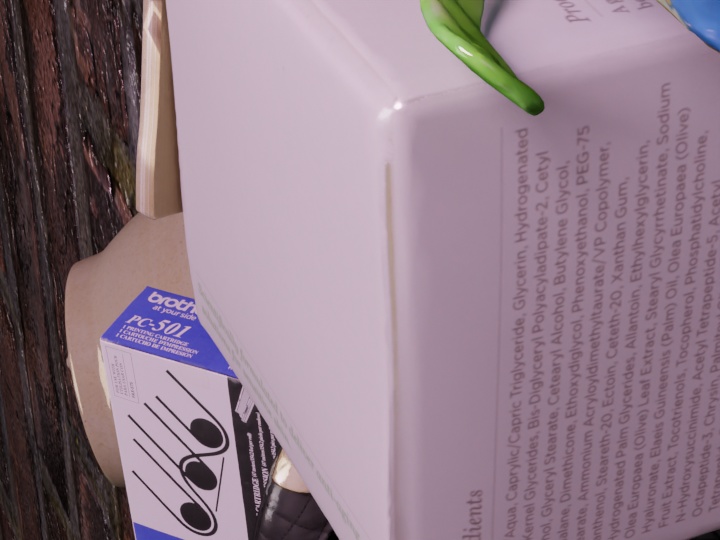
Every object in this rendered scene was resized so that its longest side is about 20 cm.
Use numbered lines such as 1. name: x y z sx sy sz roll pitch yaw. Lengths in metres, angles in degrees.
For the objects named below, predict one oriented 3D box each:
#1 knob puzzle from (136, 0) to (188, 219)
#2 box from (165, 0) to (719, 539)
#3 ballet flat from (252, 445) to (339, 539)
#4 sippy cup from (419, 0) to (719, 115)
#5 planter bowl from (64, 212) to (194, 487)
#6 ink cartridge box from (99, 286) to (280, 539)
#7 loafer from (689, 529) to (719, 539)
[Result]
1. knob puzzle: -0.018 -0.133 0.743 0.030 0.219 0.220 26 132 34
2. box: 0.046 -0.032 0.650 0.199 0.171 0.201 -128 30 -50
3. ballet flat: -0.010 0.139 0.844 0.057 0.066 0.201 16 127 25
4. sippy cup: 0.095 -0.117 0.463 0.131 0.139 0.178 -112 28 -47
5. planter bowl: -0.072 0.041 1.007 0.200 0.134 0.201 -11 -90 -84
6. ink cartridge box: -0.057 0.107 0.905 0.094 0.044 0.201 15 131 23
7. loafer: 0.088 0.070 0.739 0.200 0.073 0.073 28 110 37
